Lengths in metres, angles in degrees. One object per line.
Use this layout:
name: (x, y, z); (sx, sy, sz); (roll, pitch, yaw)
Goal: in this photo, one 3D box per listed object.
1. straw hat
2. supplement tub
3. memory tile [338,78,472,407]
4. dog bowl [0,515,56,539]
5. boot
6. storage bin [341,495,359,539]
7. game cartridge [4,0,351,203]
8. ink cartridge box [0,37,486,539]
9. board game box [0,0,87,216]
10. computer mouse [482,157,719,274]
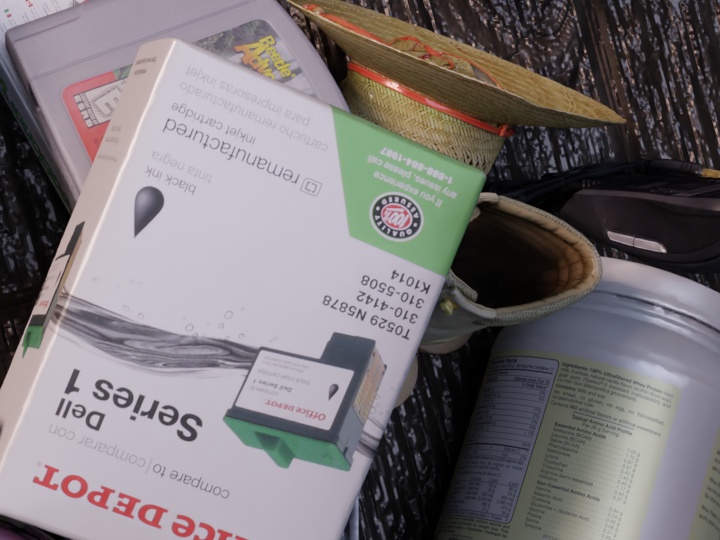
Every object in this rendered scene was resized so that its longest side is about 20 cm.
straw hat: (0.030, -0.074, 0.958); (0.201, 0.201, 0.085); (16, 102, -22)
supplement tub: (0.124, 0.107, 0.979); (0.145, 0.145, 0.200); (24, 74, -20)
memory tile: (-0.008, -0.001, 1.004); (0.200, 0.017, 0.153); (-45, 103, -23)
dog bowl: (-0.198, 0.195, 0.832); (0.200, 0.074, 0.200); (3, 73, -10)
boot: (0.000, 0.000, 0.912); (0.200, 0.155, 0.072); (4, 82, -25)
storage bin: (-0.050, 0.135, 0.888); (0.094, 0.135, 0.200); (1, 84, -3)
game cartridge: (-0.072, -0.059, 0.871); (0.133, 0.041, 0.200); (-20, 61, -16)
ink cartridge box: (-0.057, 0.025, 0.766); (0.146, 0.084, 0.200); (22, 88, -15)
board game box: (-0.131, -0.130, 0.949); (0.126, 0.035, 0.200); (-30, 96, -20)
computer mouse: (0.170, -0.029, 0.994); (0.140, 0.200, 0.046); (-13, 103, -45)
